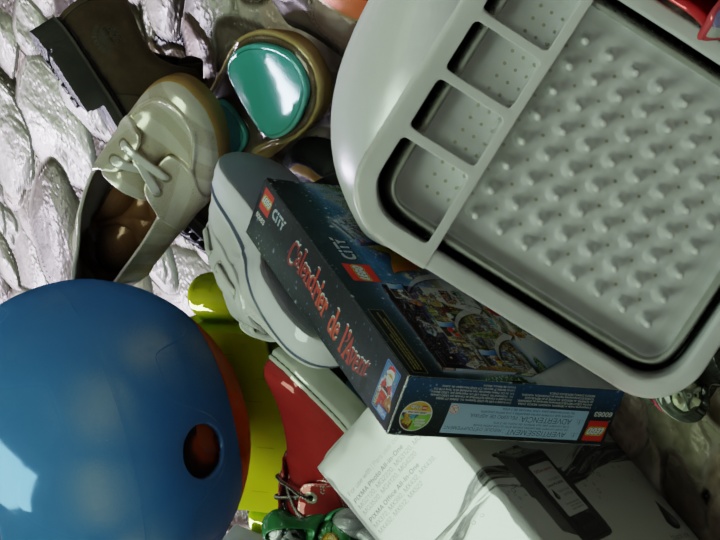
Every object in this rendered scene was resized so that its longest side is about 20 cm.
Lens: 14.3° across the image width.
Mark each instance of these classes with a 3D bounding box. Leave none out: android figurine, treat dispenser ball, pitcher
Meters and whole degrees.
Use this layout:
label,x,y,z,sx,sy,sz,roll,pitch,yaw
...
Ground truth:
label,x,y,z,sx,sy,sz,roll,pitch,yaw
android figurine,-0.070,0.090,1.818,0.200,0.041,0.183,-1,107,54
treat dispenser ball,-0.166,0.106,1.747,0.201,0.200,0.202,31,132,42
pitcher,0.068,-0.107,1.528,0.171,0.121,0.201,18,114,29

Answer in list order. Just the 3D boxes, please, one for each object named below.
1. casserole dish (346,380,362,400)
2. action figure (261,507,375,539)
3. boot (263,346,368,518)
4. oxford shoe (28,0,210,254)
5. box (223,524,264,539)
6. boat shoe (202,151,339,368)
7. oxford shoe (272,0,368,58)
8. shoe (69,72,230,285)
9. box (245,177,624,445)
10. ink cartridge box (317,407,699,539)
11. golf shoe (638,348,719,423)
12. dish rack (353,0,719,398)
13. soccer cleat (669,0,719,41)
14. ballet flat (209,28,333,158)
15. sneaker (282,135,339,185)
label,x,y,z,sx,sy,sz,roll,pitch,yaw
casserole dish,-0.022,0.118,1.838,0.201,0.039,0.121,59,145,15
action figure,0.029,0.194,1.643,0.199,0.055,0.118,31,107,-1
boot,-0.040,0.148,1.684,0.072,0.144,0.200,42,164,54
oxford shoe,-0.120,-0.091,1.827,0.200,0.084,0.073,58,170,-22
box,-0.053,0.291,1.824,0.106,0.152,0.200,13,141,51
boat shoe,-0.045,0.008,1.648,0.200,0.073,0.066,-113,38,-56
oxford shoe,-0.048,-0.185,1.677,0.200,0.071,0.073,44,145,31
shoe,-0.134,-0.043,1.763,0.070,0.053,0.200,37,138,5
box,0.038,0.021,1.562,0.200,0.136,0.038,54,131,49
ink cartridge box,0.094,0.143,1.568,0.200,0.145,0.083,50,119,21
golf shoe,0.124,-0.010,1.503,0.201,0.077,0.088,63,162,-15
dish rack,0.114,-0.052,1.419,0.199,0.172,0.044,32,-173,-4
soccer cleat,0.138,-0.185,1.404,0.200,0.076,0.067,48,142,27
ballet flat,-0.054,-0.106,1.727,0.069,0.063,0.200,59,151,0
sneaker,0.000,0.000,1.691,0.200,0.090,0.070,50,143,24
